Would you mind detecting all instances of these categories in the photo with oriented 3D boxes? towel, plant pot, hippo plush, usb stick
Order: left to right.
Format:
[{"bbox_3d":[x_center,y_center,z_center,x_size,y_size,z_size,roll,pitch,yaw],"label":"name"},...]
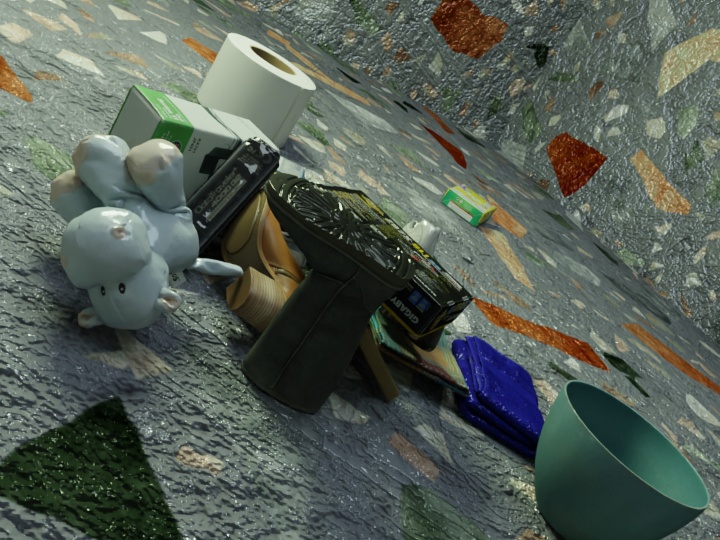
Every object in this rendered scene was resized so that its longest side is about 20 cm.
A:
[{"bbox_3d":[-0.236,-0.014,0.755,0.162,0.157,0.201,-80,156,-51],"label":"hippo plush"},{"bbox_3d":[-0.171,-0.080,0.924,0.055,0.201,0.033,38,-24,1],"label":"usb stick"},{"bbox_3d":[0.073,0.094,1.079,0.146,0.022,0.200,29,12,-14],"label":"towel"},{"bbox_3d":[0.199,0.170,1.100,0.147,0.050,0.200,31,20,-7],"label":"towel"},{"bbox_3d":[0.283,0.248,0.921,0.199,0.135,0.200,30,19,-12],"label":"plant pot"}]

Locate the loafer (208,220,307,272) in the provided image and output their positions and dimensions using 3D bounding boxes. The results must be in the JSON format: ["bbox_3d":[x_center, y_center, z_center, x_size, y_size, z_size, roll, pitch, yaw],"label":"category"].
[{"bbox_3d":[-0.151,-0.047,0.998,0.199,0.064,0.072,26,-12,-33],"label":"loafer"}]

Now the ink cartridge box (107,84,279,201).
[{"bbox_3d":[-0.219,-0.130,0.984,0.083,0.147,0.199,45,23,30],"label":"ink cartridge box"}]

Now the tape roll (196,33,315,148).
[{"bbox_3d":[-0.206,-0.358,1.555,0.201,0.140,0.203,29,19,-11],"label":"tape roll"}]

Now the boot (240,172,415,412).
[{"bbox_3d":[-0.063,0.028,0.780,0.181,0.200,0.073,39,32,-1],"label":"boot"}]

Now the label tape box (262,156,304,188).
[{"bbox_3d":[-0.136,-0.135,1.233,0.198,0.067,0.144,24,20,-9],"label":"label tape box"}]

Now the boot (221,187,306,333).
[{"bbox_3d":[-0.084,0.006,0.931,0.155,0.076,0.201,35,29,-36],"label":"boot"}]

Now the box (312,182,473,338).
[{"bbox_3d":[0.028,-0.016,0.889,0.200,0.049,0.159,44,14,13],"label":"box"}]

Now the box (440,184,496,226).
[{"bbox_3d":[0.293,-0.177,2.077,0.117,0.049,0.200,38,22,11],"label":"box"}]

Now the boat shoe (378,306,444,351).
[{"bbox_3d":[0.059,0.051,1.035,0.073,0.075,0.200,18,8,-14],"label":"boat shoe"}]

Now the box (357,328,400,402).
[{"bbox_3d":[-0.018,0.042,0.925,0.164,0.021,0.201,58,-7,47],"label":"box"}]

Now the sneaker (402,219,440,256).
[{"bbox_3d":[0.074,-0.030,1.183,0.075,0.082,0.200,24,-7,-12],"label":"sneaker"}]
